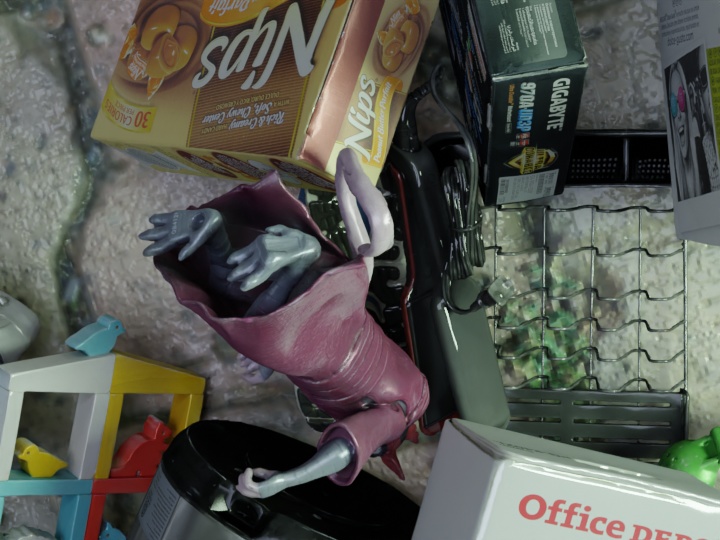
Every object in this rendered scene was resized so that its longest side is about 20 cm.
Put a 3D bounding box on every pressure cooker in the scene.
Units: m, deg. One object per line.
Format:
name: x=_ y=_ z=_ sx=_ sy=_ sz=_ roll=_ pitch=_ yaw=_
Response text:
pressure cooker: x=-0.062 y=0.202 z=0.902 sx=0.178 sy=0.176 sz=0.201 roll=26 pitch=97 yaw=13

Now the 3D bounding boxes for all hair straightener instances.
hair straightener: x=0.055 y=-0.005 z=0.842 sx=0.077 sy=0.041 sz=0.201 roll=10 pitch=110 yaw=47

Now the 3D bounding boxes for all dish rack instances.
dish rack: x=0.110 y=0.023 z=0.904 sx=0.153 sy=0.055 sz=0.201 roll=1 pitch=95 yaw=16

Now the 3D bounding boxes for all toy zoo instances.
toy zoo: x=-0.159 y=0.124 z=0.952 sx=0.020 sy=0.131 sz=0.201 roll=21 pitch=102 yaw=49

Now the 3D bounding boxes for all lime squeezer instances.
lime squeezer: x=0.205 y=0.110 z=0.881 sx=0.199 sy=0.038 sz=0.071 roll=-29 pitch=117 yaw=14

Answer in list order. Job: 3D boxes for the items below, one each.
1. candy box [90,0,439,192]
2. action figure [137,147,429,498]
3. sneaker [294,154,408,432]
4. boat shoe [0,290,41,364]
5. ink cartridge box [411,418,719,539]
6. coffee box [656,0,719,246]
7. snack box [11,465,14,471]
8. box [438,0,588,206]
candy box: x=-0.055 y=-0.108 z=0.867 sx=0.200 sy=0.055 sz=0.116 roll=11 pitch=79 yaw=50
action figure: x=-0.015 y=0.030 z=0.820 sx=0.149 sy=0.134 sz=0.200 roll=-34 pitch=130 yaw=11
sneaker: x=0.000 y=0.000 z=0.925 sx=0.078 sy=0.089 sz=0.201 roll=2 pitch=114 yaw=-5
boat shoe: x=-0.280 y=0.014 z=1.002 sx=0.199 sy=0.065 sz=0.074 roll=28 pitch=139 yaw=22
ink cartridge box: x=0.092 y=0.186 z=0.803 sx=0.145 sy=0.083 sz=0.201 roll=14 pitch=95 yaw=-17
coffee box: x=0.257 y=-0.116 z=0.753 sx=0.199 sy=0.200 sz=0.199 roll=-6 pitch=94 yaw=-3
snack box: x=-0.294 y=0.065 z=0.969 sx=0.199 sy=0.037 sz=0.117 roll=9 pitch=122 yaw=36
box: x=0.064 y=-0.152 z=0.816 sx=0.046 sy=0.159 sz=0.201 roll=-11 pitch=71 yaw=-1
